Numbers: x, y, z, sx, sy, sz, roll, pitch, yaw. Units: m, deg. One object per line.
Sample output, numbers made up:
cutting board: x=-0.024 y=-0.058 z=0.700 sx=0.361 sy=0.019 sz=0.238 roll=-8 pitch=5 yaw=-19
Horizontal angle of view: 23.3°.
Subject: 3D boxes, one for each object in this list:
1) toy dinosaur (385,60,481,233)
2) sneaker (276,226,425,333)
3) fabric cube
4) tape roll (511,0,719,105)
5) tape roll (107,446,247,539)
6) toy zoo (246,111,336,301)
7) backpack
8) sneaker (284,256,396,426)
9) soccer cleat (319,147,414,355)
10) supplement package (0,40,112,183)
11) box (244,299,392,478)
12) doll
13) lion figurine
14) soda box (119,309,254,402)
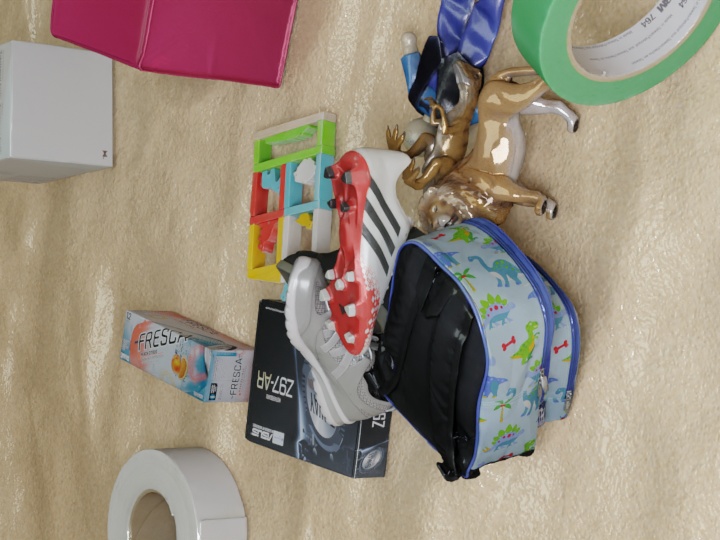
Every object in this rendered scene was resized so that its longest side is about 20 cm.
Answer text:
toy dinosaur: x=0.075 y=-0.099 z=1.677 sx=0.060 sy=0.106 sz=0.201 roll=37 pitch=119 yaw=44
sneaker: x=0.000 y=0.000 z=1.787 sx=0.106 sy=0.075 sz=0.200 roll=-45 pitch=32 yaw=-18
fabric cube: x=-0.205 y=-0.326 z=1.965 sx=0.199 sy=0.199 sz=0.197 roll=25 pitch=107 yaw=48
tape roll: x=0.220 y=-0.229 z=1.438 sx=0.048 sy=0.200 sz=0.201 roll=55 pitch=128 yaw=36
tape roll: x=-0.217 y=0.308 z=2.049 sx=0.202 sy=0.071 sz=0.204 roll=-5 pitch=84 yaw=51
toy zoo: x=-0.077 y=-0.065 z=1.918 sx=0.131 sy=0.020 sz=0.201 roll=-10 pitch=73 yaw=50
backpack: x=0.107 y=0.057 z=1.584 sx=0.183 sy=0.146 sz=0.201 roll=48 pitch=146 yaw=40
sneaker: x=-0.016 y=0.064 z=1.713 sx=0.082 sy=0.201 sz=0.075 roll=-6 pitch=39 yaw=20
soccer cleat: x=0.011 y=-0.018 z=1.629 sx=0.069 sy=0.085 sz=0.201 roll=25 pitch=120 yaw=55
supplement package: x=-0.438 y=-0.203 z=2.281 sx=0.200 sy=0.151 sz=0.152 roll=-7 pitch=82 yaw=50
box: x=-0.043 y=0.123 z=1.866 sx=0.200 sy=0.043 sz=0.161 roll=13 pitch=98 yaw=50
doll: x=0.086 y=-0.204 z=1.720 sx=0.136 sy=0.048 sz=0.201 roll=37 pitch=121 yaw=34
lion figurine: x=0.130 y=-0.116 z=1.618 sx=0.122 sy=0.072 sz=0.201 roll=19 pitch=98 yaw=23
soda box: x=-0.203 y=0.098 z=2.042 sx=0.200 sy=0.068 sz=0.064 roll=19 pitch=103 yaw=51
